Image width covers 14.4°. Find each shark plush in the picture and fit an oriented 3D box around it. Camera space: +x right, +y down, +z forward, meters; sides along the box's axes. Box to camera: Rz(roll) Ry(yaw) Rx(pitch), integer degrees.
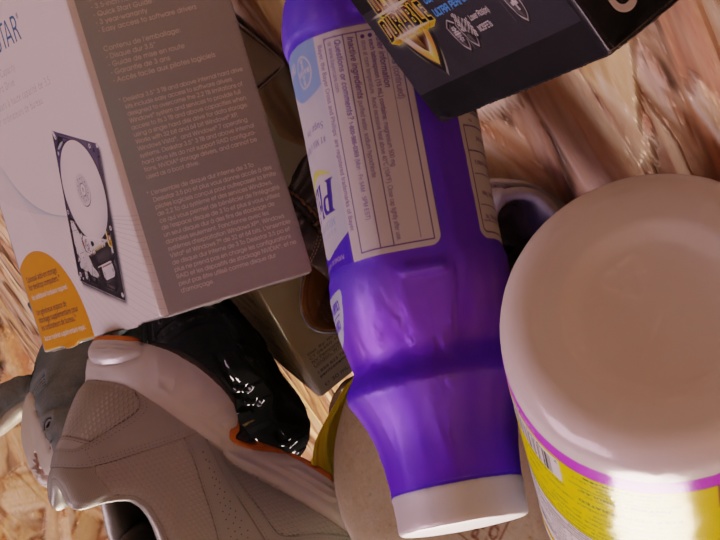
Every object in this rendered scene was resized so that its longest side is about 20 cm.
[{"bbox_3d":[-0.118,0.033,1.448,0.091,0.200,0.083,33,147,0],"label":"shark plush"}]

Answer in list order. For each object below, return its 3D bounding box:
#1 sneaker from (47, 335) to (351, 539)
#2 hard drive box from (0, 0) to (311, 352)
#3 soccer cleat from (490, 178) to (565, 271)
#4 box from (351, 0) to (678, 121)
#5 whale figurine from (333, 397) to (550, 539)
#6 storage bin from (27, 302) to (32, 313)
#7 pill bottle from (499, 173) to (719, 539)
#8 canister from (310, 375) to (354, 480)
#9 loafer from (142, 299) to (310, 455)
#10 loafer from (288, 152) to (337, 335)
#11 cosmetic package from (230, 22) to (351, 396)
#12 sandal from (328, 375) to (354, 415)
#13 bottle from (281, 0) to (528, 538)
[{"bbox_3d":[-0.067,0.114,1.258,0.076,0.092,0.200,3,148,51],"label":"sneaker"},{"bbox_3d":[-0.111,-0.075,1.252,0.156,0.077,0.200,-18,89,64],"label":"hard drive box"},{"bbox_3d":[0.051,-0.011,1.123,0.200,0.070,0.086,36,147,47],"label":"soccer cleat"},{"bbox_3d":[0.005,-0.145,0.874,0.199,0.050,0.200,51,169,-7],"label":"box"},{"bbox_3d":[0.079,0.098,1.213,0.104,0.159,0.200,7,-157,-45],"label":"whale figurine"},{"bbox_3d":[-0.156,0.084,2.217,0.200,0.094,0.135,47,169,22],"label":"storage bin"},{"bbox_3d":[0.108,0.055,0.968,0.104,0.104,0.200,46,169,25],"label":"pill bottle"},{"bbox_3d":[0.036,0.127,1.396,0.148,0.087,0.200,29,158,0],"label":"canister"},{"bbox_3d":[-0.070,0.058,1.464,0.201,0.068,0.070,71,174,-68],"label":"loafer"},{"bbox_3d":[0.000,0.000,1.319,0.073,0.072,0.200,44,168,31],"label":"loafer"},{"bbox_3d":[-0.055,-0.039,1.418,0.105,0.071,0.200,41,166,40],"label":"cosmetic package"},{"bbox_3d":[0.053,0.103,1.507,0.080,0.054,0.200,3,151,45],"label":"sandal"},{"bbox_3d":[0.018,-0.007,1.009,0.084,0.065,0.200,92,168,-81],"label":"bottle"}]
